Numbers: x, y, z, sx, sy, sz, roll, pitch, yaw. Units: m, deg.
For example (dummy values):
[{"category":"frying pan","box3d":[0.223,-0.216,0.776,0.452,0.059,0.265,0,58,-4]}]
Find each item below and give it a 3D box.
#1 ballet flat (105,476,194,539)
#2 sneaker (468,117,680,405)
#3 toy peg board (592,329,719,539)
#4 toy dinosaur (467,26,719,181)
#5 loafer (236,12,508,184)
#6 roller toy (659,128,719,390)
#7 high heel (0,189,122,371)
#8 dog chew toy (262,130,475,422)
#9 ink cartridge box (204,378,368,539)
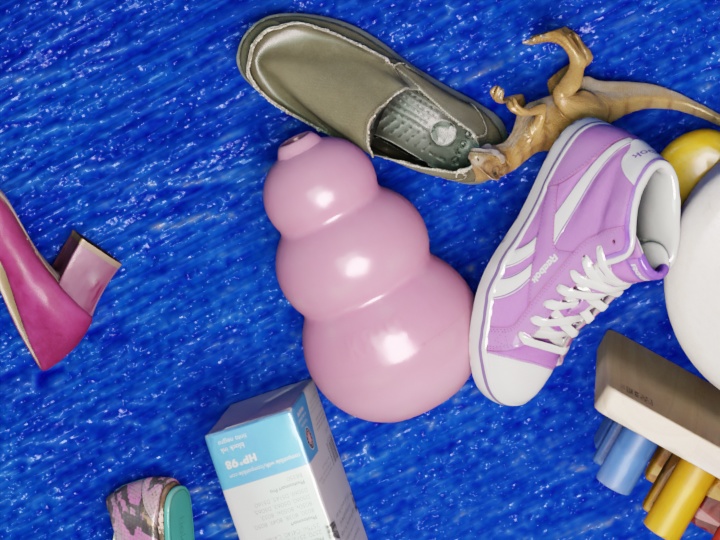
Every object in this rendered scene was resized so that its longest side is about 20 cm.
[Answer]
[{"category":"ballet flat","box3d":[-0.143,0.247,1.645,0.071,0.069,0.201,-9,93,25]},{"category":"sneaker","box3d":[0.142,0.008,1.493,0.072,0.114,0.201,11,104,-35]},{"category":"toy peg board","box3d":[0.227,0.144,1.517,0.198,0.200,0.098,28,100,1]},{"category":"toy dinosaur","box3d":[0.152,-0.114,1.565,0.199,0.060,0.107,-18,95,-16]},{"category":"loafer","box3d":[0.008,-0.118,1.570,0.199,0.070,0.076,23,99,2]},{"category":"roller toy","box3d":[0.293,-0.004,1.521,0.199,0.140,0.184,-3,105,14]},{"category":"high heel","box3d":[-0.268,-0.014,1.597,0.200,0.067,0.096,33,91,-15]},{"category":"dog chew toy","box3d":[0.000,0.000,1.553,0.124,0.125,0.201,-24,104,9]},{"category":"ink cartridge box","box3d":[-0.038,0.187,1.594,0.066,0.116,0.201,-18,95,8]}]
